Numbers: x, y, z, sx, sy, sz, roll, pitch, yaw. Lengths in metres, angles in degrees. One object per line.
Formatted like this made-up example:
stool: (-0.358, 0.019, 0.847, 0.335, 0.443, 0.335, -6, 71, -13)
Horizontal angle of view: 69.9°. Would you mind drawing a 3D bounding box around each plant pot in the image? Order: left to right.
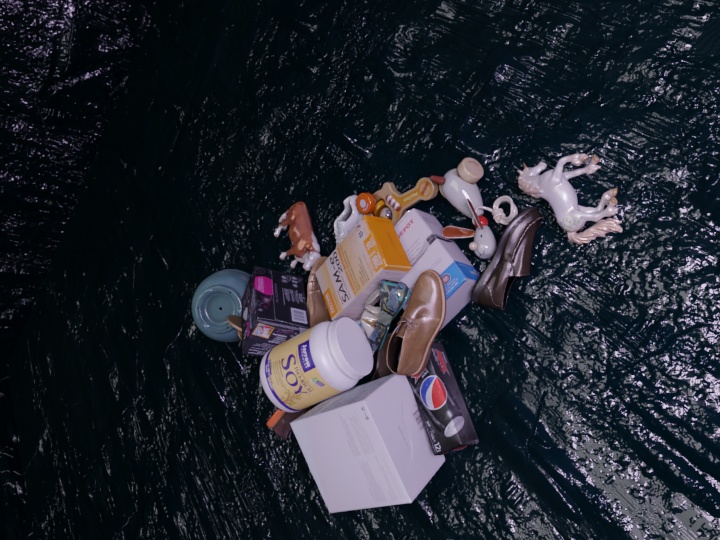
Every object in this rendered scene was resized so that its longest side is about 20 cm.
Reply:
plant pot: (-0.355, 0.097, 1.353, 0.199, 0.134, 0.201, 0, 90, 0)

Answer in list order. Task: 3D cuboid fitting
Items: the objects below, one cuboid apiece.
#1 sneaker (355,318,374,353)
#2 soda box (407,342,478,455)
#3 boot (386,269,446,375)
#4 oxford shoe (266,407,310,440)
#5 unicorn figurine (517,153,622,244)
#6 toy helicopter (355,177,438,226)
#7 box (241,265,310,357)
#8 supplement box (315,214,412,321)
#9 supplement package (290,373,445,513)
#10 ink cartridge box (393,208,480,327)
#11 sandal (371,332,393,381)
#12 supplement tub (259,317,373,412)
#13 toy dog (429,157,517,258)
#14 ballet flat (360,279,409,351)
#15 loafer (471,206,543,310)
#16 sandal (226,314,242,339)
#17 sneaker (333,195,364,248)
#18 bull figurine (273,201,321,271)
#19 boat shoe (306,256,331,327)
sneaker: (-0.018, 0.174, 1.133, 0.081, 0.076, 0.200, 36, 107, 40)
soda box: (0.146, 0.236, 0.967, 0.063, 0.071, 0.200, -36, 58, 30)
boot: (0.100, 0.095, 0.932, 0.073, 0.075, 0.201, 17, 96, 41)
oxford shoe: (-0.138, 0.323, 1.229, 0.073, 0.071, 0.200, 44, 110, 9)
unicorn figurine: (0.343, -0.135, 0.866, 0.137, 0.074, 0.201, -34, 64, 45)
toy helicopter: (0.088, -0.133, 1.101, 0.200, 0.079, 0.133, -26, 80, 45)
box: (-0.204, 0.102, 1.219, 0.115, 0.132, 0.200, -62, 26, 29)
supplement box: (0.000, 0.000, 1.049, 0.200, 0.073, 0.126, -48, 53, 38)
supplement package: (0.013, 0.325, 0.979, 0.200, 0.147, 0.192, -27, 86, 36)
ink cartridge box: (0.130, -0.002, 1.028, 0.145, 0.084, 0.200, -49, 53, 25)
sandal: (0.055, 0.227, 1.065, 0.080, 0.054, 0.201, -16, 70, 40)
supplement tub: (-0.089, 0.192, 1.054, 0.200, 0.145, 0.146, -29, 61, 25)
toy dog: (0.191, -0.123, 0.974, 0.200, 0.096, 0.132, -116, 33, -40)
ballet flat: (0.037, 0.086, 1.017, 0.074, 0.074, 0.200, 60, 146, 34)
loafer: (0.275, -0.016, 0.917, 0.071, 0.073, 0.200, 34, 106, 28)
sandal: (-0.238, 0.181, 1.268, 0.078, 0.211, 0.070, -86, 17, -75)
sneaker: (-0.034, -0.081, 1.203, 0.070, 0.080, 0.201, 23, 100, 42)
bull figurine: (-0.157, -0.077, 1.325, 0.121, 0.065, 0.201, -28, 62, 32)
boat shoe: (-0.096, 0.066, 1.222, 0.069, 0.073, 0.201, -167, 82, -75)
